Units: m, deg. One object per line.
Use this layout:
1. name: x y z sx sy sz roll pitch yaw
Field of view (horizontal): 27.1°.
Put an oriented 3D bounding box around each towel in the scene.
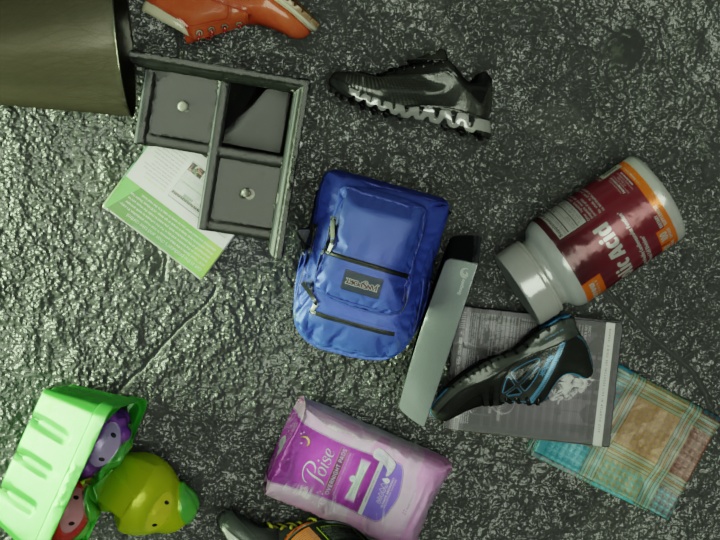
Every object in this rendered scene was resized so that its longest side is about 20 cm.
1. towel: 0.319 0.198 1.803 0.199 0.022 0.147 27 95 -8

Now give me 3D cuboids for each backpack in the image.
1. backpack: 0.000 0.000 1.680 0.162 0.168 0.201 16 97 5

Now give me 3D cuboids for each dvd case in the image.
1. dvd case: 0.204 0.125 1.772 0.199 0.016 0.150 6 94 4

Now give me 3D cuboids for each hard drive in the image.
1. hard drive: 0.090 0.063 1.700 0.042 0.135 0.201 17 107 1

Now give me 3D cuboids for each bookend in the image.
1. bookend: -0.169 -0.129 1.651 0.199 0.092 0.200 10 96 -5

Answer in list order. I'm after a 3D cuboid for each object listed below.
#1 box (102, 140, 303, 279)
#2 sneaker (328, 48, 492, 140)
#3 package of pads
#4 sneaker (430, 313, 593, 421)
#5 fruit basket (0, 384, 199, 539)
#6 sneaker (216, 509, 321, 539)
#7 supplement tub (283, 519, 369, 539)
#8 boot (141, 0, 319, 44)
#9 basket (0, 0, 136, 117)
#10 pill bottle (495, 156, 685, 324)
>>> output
1. box: -0.181 -0.111 1.717 0.144 0.036 0.200 37 91 -8
2. sneaker: 0.063 -0.214 1.712 0.199 0.066 0.091 13 93 -10
3. package of pads: -0.004 0.239 1.753 0.199 0.076 0.121 24 91 -7
4. sneaker: 0.175 0.130 1.729 0.199 0.073 0.082 -30 91 6
5. fruit basket: -0.289 0.245 1.702 0.214 0.155 0.217 0 89 11
6. sneaker: -0.076 0.322 1.765 0.199 0.074 0.085 31 87 -17
7. supplement tub: -0.025 0.347 1.638 0.122 0.200 0.123 -2 97 -16
8. boot: -0.148 -0.292 1.683 0.199 0.075 0.108 26 97 1
9. basket: -0.357 -0.252 1.638 0.199 0.136 0.181 -4 102 -1
10. pill bottle: 0.263 -0.032 1.724 0.199 0.114 0.114 -34 98 0
